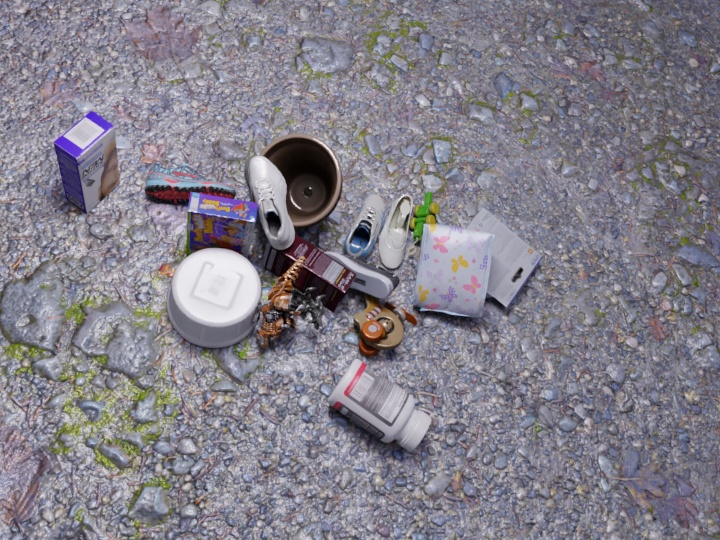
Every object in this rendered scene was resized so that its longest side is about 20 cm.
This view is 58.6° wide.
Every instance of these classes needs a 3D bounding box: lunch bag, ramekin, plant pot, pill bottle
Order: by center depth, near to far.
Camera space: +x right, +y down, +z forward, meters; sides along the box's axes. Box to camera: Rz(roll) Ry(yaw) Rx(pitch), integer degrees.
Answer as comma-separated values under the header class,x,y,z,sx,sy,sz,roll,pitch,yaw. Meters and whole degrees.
class,x,y,z,sx,sy,sz,roll,pitch,yaw
pill bottle,0.042,0.280,1.313,0.199,0.111,0.111,34,59,2
ramekin,-0.301,0.051,1.336,0.199,0.098,0.202,7,62,-14
plant pot,-0.132,-0.191,1.450,0.199,0.175,0.202,0,88,3
lunch bag,0.212,0.000,1.483,0.168,0.127,0.202,7,92,7

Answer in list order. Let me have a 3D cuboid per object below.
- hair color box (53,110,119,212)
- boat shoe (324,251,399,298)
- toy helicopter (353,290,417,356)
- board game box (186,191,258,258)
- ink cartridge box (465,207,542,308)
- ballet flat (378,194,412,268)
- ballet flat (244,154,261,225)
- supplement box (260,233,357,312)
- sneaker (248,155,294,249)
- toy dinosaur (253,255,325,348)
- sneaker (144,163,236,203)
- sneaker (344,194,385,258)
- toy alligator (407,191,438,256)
class,x,y,z,sx,sy,sz,roll,pitch,yaw
hair color box,-0.565,-0.221,1.336,0.065,0.200,0.110,34,59,1
boat shoe,0.000,0.000,1.447,0.199,0.070,0.066,20,34,31
toy helicopter,0.043,0.088,1.438,0.131,0.079,0.201,-11,55,-14
board game box,-0.294,-0.083,1.347,0.133,0.200,0.045,9,63,-12
ink cartridge box,0.326,-0.028,1.599,0.200,0.043,0.196,41,61,3
ballet flat,0.089,-0.102,1.552,0.069,0.070,0.201,18,60,-7
ballet flat,-0.230,-0.201,1.507,0.067,0.064,0.201,-4,65,-17
supplement box,-0.116,-0.002,1.413,0.199,0.109,0.061,34,59,1
sneaker,-0.184,-0.145,1.322,0.074,0.087,0.201,-19,86,1
toy dinosaur,-0.149,0.073,1.337,0.135,0.200,0.102,12,37,-35
sneaker,-0.381,-0.205,1.455,0.198,0.079,0.096,6,60,-14
sneaker,0.017,-0.108,1.530,0.071,0.073,0.201,23,58,-2
toy alligator,0.157,-0.105,1.584,0.054,0.059,0.201,46,51,-40
